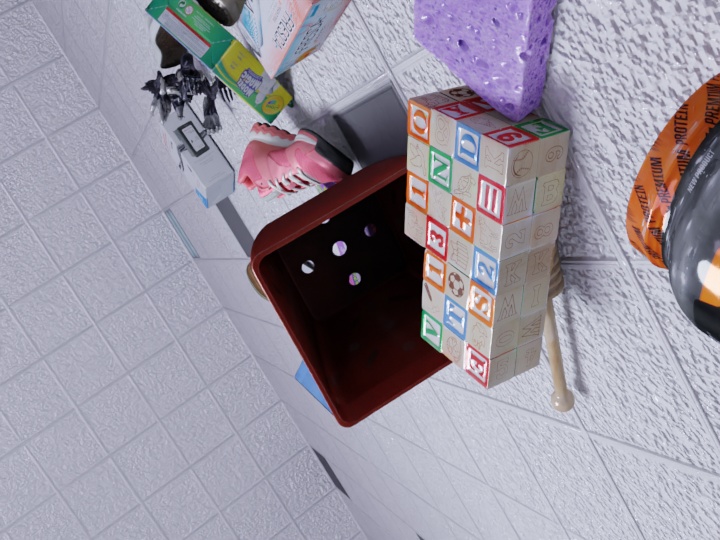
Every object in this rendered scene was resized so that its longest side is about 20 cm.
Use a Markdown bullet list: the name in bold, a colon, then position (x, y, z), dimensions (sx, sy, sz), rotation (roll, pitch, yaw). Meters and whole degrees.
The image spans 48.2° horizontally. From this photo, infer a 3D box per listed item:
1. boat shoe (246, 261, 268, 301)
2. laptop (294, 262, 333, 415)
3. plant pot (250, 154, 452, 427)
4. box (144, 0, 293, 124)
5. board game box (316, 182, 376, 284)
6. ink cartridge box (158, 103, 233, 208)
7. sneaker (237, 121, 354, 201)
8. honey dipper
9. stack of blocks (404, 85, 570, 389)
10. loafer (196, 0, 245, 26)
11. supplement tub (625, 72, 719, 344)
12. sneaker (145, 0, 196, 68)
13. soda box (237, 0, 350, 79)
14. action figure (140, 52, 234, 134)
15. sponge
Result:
- **boat shoe**: position (-0.145, 0.037, 1.556), dimensions (0.200, 0.072, 0.068), rotation (42, 157, 16)
- **laptop**: position (-0.073, 0.112, 1.384), dimensions (0.187, 0.115, 0.202), rotation (29, 149, 57)
- **plant pot**: position (0.000, 0.000, 0.835), dimensions (0.202, 0.198, 0.176), rotation (63, 171, -23)
- **box**: position (-0.153, -0.242, 0.932), dimensions (0.117, 0.048, 0.200), rotation (43, -174, 17)
- **board game box**: position (0.004, -0.026, 1.048), dimensions (0.120, 0.032, 0.202), rotation (36, 154, 42)
- **ink cartridge box**: position (-0.325, -0.233, 1.548), dimensions (0.201, 0.067, 0.116), rotation (55, 164, 8)
- **sneaker**: position (-0.080, -0.116, 0.956), dimensions (0.073, 0.088, 0.199), rotation (32, 173, -38)
- **honey dipper**: position (0.165, 0.053, 0.703), dimensions (0.038, 0.038, 0.202), rotation (39, 156, 46)
- **stack of blocks**: position (0.090, -0.026, 0.624), dimensions (0.115, 0.058, 0.203), rotation (38, 137, 47)
- **loafer**: position (-0.181, -0.348, 0.890), dimensions (0.200, 0.068, 0.076), rotation (47, 166, 19)
- **supplement tub**: position (0.212, 0.004, 0.313), dimensions (0.200, 0.122, 0.123), rotation (44, 160, 39)
- **sneaker**: position (-0.279, -0.363, 1.151), dimensions (0.086, 0.072, 0.200), rotation (69, 158, 1)
- **soda box**: position (-0.059, -0.247, 0.737), dimensions (0.069, 0.063, 0.200), rotation (57, 164, -5)
- **action figure**: position (-0.264, -0.263, 1.225), dimensions (0.199, 0.117, 0.104), rotation (-1, 89, 62)
- **sponge**: position (0.076, -0.196, 0.496), dimensions (0.112, 0.030, 0.201), rotation (48, 162, 27)
